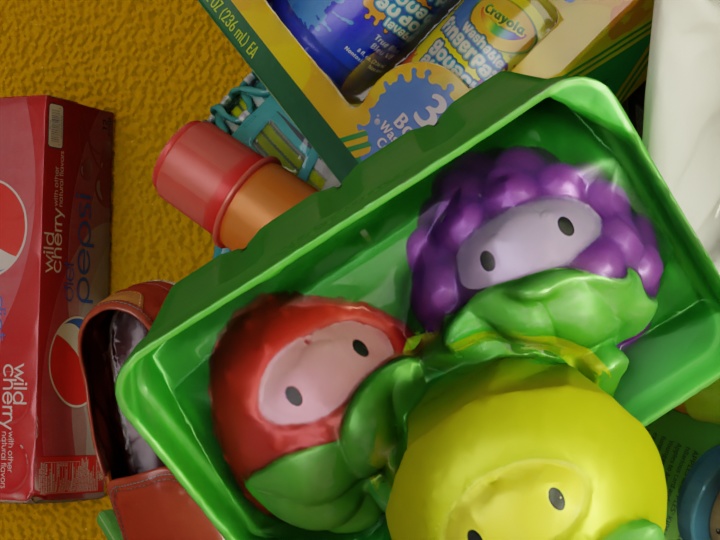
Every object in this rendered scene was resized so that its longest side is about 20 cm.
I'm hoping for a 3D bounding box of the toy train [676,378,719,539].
[{"bbox_3d":[0.168,0.049,0.708,0.116,0.085,0.201,25,138,41],"label":"toy train"}]

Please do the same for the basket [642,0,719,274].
[{"bbox_3d":[0.189,-0.067,0.719,0.135,0.200,0.123,21,52,21],"label":"basket"}]

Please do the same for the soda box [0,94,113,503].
[{"bbox_3d":[-0.171,0.015,0.970,0.070,0.063,0.201,-1,85,25],"label":"soda box"}]

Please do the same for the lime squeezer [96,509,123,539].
[{"bbox_3d":[-0.078,0.203,0.880,0.038,0.071,0.201,-12,83,-17],"label":"lime squeezer"}]

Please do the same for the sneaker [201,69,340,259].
[{"bbox_3d":[-0.039,-0.060,0.891,0.079,0.078,0.201,12,91,-8],"label":"sneaker"}]

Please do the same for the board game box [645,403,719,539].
[{"bbox_3d":[0.110,0.092,0.837,0.101,0.048,0.201,23,97,25],"label":"board game box"}]

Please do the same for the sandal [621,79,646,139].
[{"bbox_3d":[0.092,-0.112,0.859,0.200,0.054,0.082,46,146,30],"label":"sandal"}]

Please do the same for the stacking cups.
[{"bbox_3d":[0.000,0.000,0.828,0.200,0.060,0.061,37,102,18],"label":"stacking cups"}]

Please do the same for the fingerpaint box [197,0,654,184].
[{"bbox_3d":[0.025,-0.134,0.800,0.167,0.073,0.200,-44,68,17],"label":"fingerpaint box"}]

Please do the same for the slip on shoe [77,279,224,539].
[{"bbox_3d":[-0.082,0.101,0.844,0.074,0.061,0.201,-18,80,26],"label":"slip on shoe"}]

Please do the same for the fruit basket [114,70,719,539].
[{"bbox_3d":[0.035,0.045,0.670,0.215,0.216,0.156,-24,118,22],"label":"fruit basket"}]
